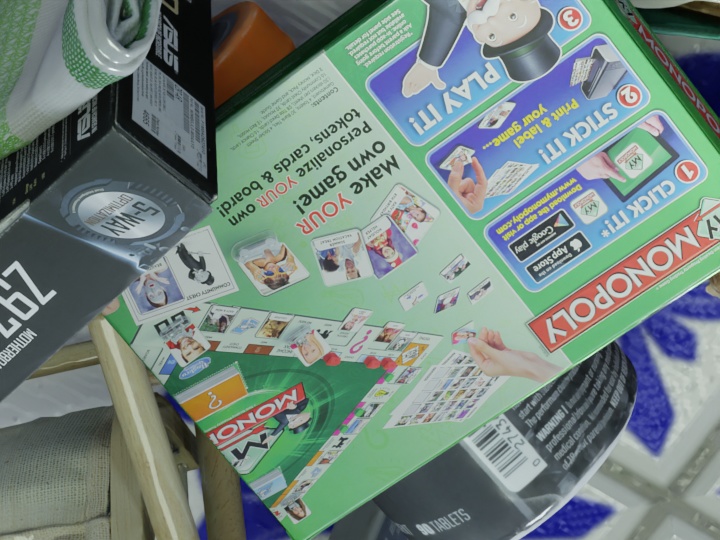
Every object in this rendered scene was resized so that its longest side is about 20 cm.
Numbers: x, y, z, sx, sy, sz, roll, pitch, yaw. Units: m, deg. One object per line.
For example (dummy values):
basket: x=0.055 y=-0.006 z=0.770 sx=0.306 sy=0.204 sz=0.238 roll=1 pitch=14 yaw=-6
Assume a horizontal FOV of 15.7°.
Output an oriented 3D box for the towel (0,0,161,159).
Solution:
towel: x=-0.120 y=-0.095 z=0.831 sx=0.031 sy=0.150 sz=0.199 roll=30 pitch=145 yaw=-30

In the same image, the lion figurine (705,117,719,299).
lion figurine: x=0.091 y=-0.042 z=0.905 sx=0.199 sy=0.123 sz=0.073 roll=29 pitch=79 yaw=0

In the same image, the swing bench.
swing bench: x=-0.139 y=0.127 z=0.951 sx=0.197 sy=0.130 sz=0.202 roll=-12 pitch=88 yaw=12

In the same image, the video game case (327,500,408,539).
video game case: x=0.017 y=0.201 z=0.972 sx=0.023 sy=0.200 sz=0.183 roll=-14 pitch=115 yaw=21

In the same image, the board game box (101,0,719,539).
board game box: x=0.016 y=-0.014 z=0.842 sx=0.199 sy=0.029 sz=0.135 roll=-34 pitch=106 yaw=20

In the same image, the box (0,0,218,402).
box: x=-0.117 y=-0.040 z=0.864 sx=0.043 sy=0.201 sz=0.160 roll=38 pitch=114 yaw=-26

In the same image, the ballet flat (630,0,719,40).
ballet flat: x=0.136 y=-0.100 z=0.883 sx=0.198 sy=0.071 sz=0.068 roll=7 pitch=119 yaw=2

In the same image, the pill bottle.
pill bottle: x=0.000 y=0.000 z=0.927 sx=0.106 sy=0.106 sz=0.200 roll=-36 pitch=107 yaw=20
